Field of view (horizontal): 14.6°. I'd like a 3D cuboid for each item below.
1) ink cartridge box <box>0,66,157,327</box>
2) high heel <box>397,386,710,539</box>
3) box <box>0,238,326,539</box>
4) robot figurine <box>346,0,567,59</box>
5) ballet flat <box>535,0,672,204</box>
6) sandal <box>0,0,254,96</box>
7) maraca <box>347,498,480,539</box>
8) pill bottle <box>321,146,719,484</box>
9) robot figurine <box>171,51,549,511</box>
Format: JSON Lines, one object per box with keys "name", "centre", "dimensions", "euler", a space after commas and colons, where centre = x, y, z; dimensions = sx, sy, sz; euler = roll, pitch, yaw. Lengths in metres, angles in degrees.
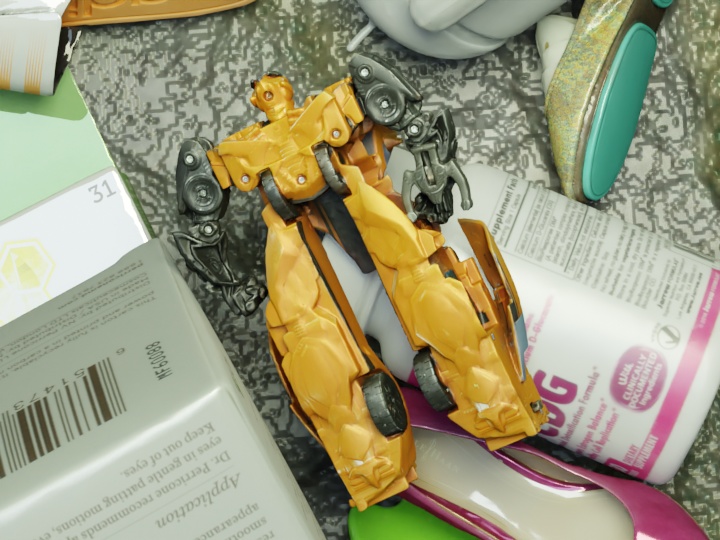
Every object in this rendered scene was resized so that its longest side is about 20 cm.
{"name": "ink cartridge box", "centre": [-0.183, -0.018, 1.410], "dimensions": [0.145, 0.048, 0.201], "euler": [-26, 89, -1]}
{"name": "high heel", "centre": [0.082, 0.114, 1.339], "dimensions": [0.200, 0.096, 0.068], "euler": [36, 105, 27]}
{"name": "box", "centre": [-0.126, 0.127, 1.302], "dimensions": [0.198, 0.200, 0.172], "euler": [-29, 113, -1]}
{"name": "robot figurine", "centre": [0.068, -0.176, 1.356], "dimensions": [0.200, 0.170, 0.113], "euler": [-32, 108, 34]}
{"name": "ballet flat", "centre": [0.124, -0.132, 1.408], "dimensions": [0.070, 0.071, 0.201], "euler": [21, 88, 2]}
{"name": "sandal", "centre": [-0.143, -0.120, 1.379], "dimensions": [0.205, 0.079, 0.060], "euler": [-6, 69, -5]}
{"name": "maraca", "centre": [0.036, 0.197, 1.371], "dimensions": [0.136, 0.107, 0.201], "euler": [17, 62, -9]}
{"name": "pill bottle", "centre": [0.078, 0.017, 1.371], "dimensions": [0.199, 0.113, 0.114], "euler": [22, 88, 2]}
{"name": "robot figurine", "centre": [0.000, 0.000, 1.295], "dimensions": [0.144, 0.058, 0.201], "euler": [-24, 93, 17]}
